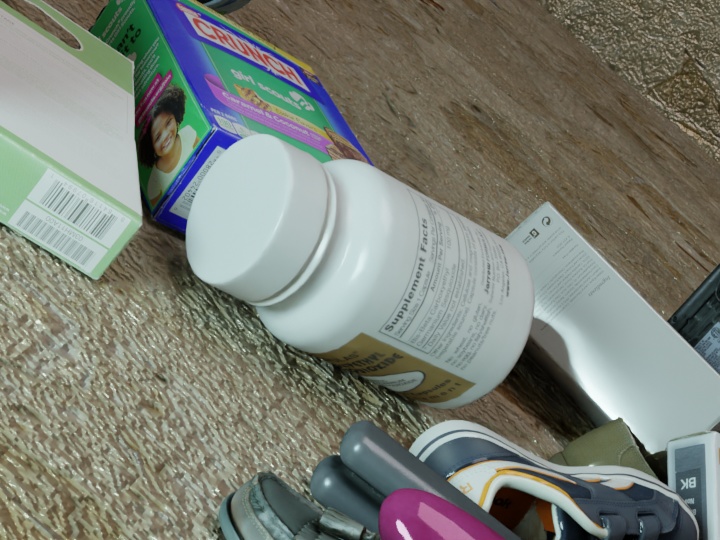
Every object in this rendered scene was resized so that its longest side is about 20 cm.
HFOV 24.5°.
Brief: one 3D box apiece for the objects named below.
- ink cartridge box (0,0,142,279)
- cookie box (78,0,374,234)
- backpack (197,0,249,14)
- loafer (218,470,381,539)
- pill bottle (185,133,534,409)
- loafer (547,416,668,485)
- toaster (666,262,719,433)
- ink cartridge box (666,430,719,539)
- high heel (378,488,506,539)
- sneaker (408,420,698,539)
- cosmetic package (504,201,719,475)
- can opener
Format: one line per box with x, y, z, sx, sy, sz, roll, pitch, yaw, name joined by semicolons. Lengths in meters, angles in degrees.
-0.190;-0.095;0.909;0.145;0.048;0.201;33;19;-25;ink cartridge box
-0.079;-0.089;1.080;0.170;0.075;0.201;25;23;-39;cookie box
-0.142;-0.296;1.291;0.201;0.163;0.154;52;4;14;backpack
0.025;0.156;0.745;0.200;0.063;0.072;44;19;8;loafer
0.000;0.000;0.974;0.199;0.115;0.115;26;23;-39;pill bottle
0.214;0.164;1.111;0.199;0.068;0.076;31;20;-28;loafer
0.323;0.087;1.306;0.181;0.200;0.118;47;23;20;toaster
0.269;0.227;1.059;0.197;0.043;0.202;27;55;-38;ink cartridge box
0.089;0.173;0.767;0.200;0.067;0.096;45;-23;1;high heel
0.118;0.151;0.933;0.198;0.079;0.080;19;22;-27;sneaker
0.179;0.056;1.217;0.200;0.085;0.108;48;-3;17;cosmetic package
0.061;0.156;0.840;0.200;0.053;0.067;41;19;-2;can opener
